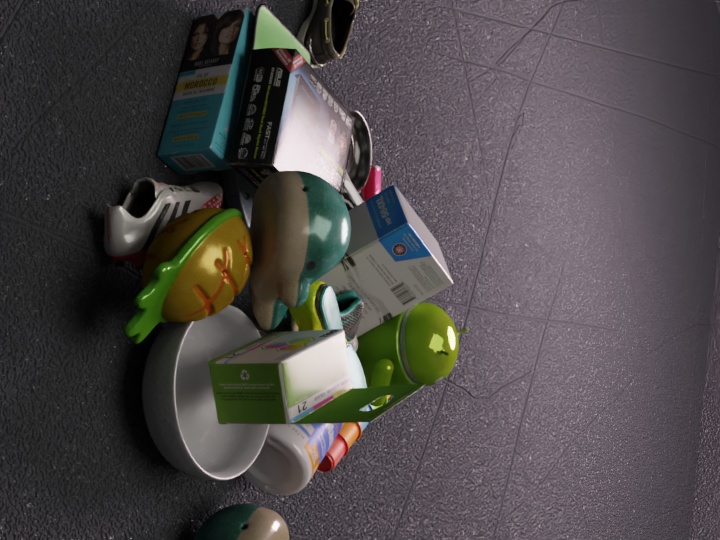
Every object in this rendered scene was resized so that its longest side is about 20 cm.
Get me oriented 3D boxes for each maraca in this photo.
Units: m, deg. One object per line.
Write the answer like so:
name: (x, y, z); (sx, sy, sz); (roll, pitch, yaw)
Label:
maraca: (-0.187, 0.004, 1.388); (0.200, 0.107, 0.138); (-44, 162, -50)

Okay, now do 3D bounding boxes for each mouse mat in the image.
mouse mat: (-0.106, -0.209, 1.603); (0.161, 0.007, 0.202); (37, 59, -63)

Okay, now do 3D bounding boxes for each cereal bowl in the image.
cereal bowl: (-0.187, 0.140, 1.491); (0.200, 0.083, 0.202); (10, 79, -59)

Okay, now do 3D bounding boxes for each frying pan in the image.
frying pan: (-0.004, -0.140, 1.834); (0.115, 0.031, 0.191); (-65, 146, -41)

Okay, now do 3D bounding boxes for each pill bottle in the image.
pill bottle: (-0.076, 0.181, 1.652); (0.200, 0.111, 0.113); (-54, 132, -47)

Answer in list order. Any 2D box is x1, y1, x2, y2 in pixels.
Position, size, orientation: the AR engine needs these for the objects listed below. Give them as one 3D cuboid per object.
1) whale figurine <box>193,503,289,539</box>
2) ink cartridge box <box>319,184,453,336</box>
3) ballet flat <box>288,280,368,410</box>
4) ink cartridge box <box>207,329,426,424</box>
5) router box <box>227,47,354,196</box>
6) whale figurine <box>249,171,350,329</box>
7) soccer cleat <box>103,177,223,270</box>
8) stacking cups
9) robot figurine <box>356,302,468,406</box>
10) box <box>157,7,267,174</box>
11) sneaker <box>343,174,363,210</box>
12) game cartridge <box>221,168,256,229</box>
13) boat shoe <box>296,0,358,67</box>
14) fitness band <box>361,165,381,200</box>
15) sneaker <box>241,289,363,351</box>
whale figurine: (-0.150, 0.366, 1.542); (0.160, 0.103, 0.201); (-60, 160, -46)
ink cartridge box: (0.000, 0.000, 1.713); (0.146, 0.199, 0.085); (50, 16, -45)
ballet flat: (-0.045, 0.098, 1.592); (0.067, 0.066, 0.201); (-61, 141, -50)
ink cartridge box: (-0.047, 0.118, 1.458); (0.148, 0.198, 0.076); (-23, 106, -60)
router box: (-0.080, -0.160, 1.578); (0.200, 0.062, 0.151); (40, 57, -61)
whale figurine: (-0.074, -0.021, 1.481); (0.201, 0.103, 0.160); (109, -27, -42)
soccer cleat: (-0.222, -0.074, 1.471); (0.200, 0.068, 0.086); (-40, 131, -49)
stacking cups: (-0.009, 0.211, 1.822); (0.200, 0.060, 0.061); (-53, 131, -47)
robot figurine: (0.048, 0.104, 1.789); (0.176, 0.199, 0.117); (-48, 125, -53)
box: (-0.177, -0.216, 1.554); (0.049, 0.082, 0.202); (44, 50, -50)
sneaker: (-0.071, -0.104, 1.739); (0.112, 0.073, 0.201); (-40, 104, -24)
game cartridge: (-0.118, -0.148, 1.658); (0.133, 0.040, 0.202); (5, 81, -44)
boat shoe: (-0.034, -0.372, 1.844); (0.072, 0.060, 0.203); (53, 43, -44)
fitness band: (-0.020, -0.115, 1.862); (0.143, 0.037, 0.202); (23, 66, -57)
sneaker: (-0.079, 0.056, 1.632); (0.199, 0.078, 0.092); (2, 123, -37)
